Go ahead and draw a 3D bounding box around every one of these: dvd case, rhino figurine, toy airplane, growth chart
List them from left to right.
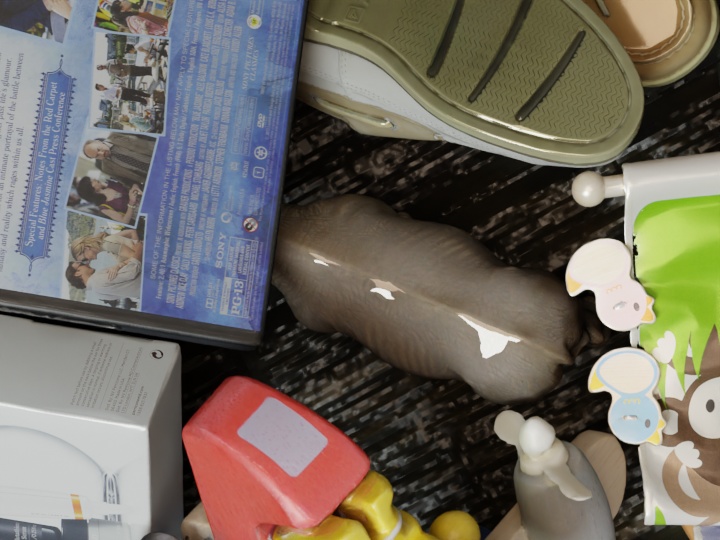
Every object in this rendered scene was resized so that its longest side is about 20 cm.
[{"bbox_3d":[-0.124,-0.055,1.111,0.200,0.018,0.143,10,80,-13],"label":"dvd case"},{"bbox_3d":[0.000,0.000,1.186,0.200,0.087,0.060,22,94,7],"label":"rhino figurine"},{"bbox_3d":[0.024,0.144,1.097,0.199,0.141,0.200,11,72,-34],"label":"toy airplane"},{"bbox_3d":[0.162,0.045,1.154,0.144,0.018,0.200,-15,92,-4],"label":"growth chart"}]

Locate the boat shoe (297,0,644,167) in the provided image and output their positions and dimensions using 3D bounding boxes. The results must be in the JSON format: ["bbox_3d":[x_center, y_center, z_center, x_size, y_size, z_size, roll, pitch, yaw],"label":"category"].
[{"bbox_3d":[0.021,-0.089,1.180,0.200,0.068,0.075,26,72,16],"label":"boat shoe"}]

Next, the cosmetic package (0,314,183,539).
[{"bbox_3d":[-0.147,0.102,1.172,0.150,0.052,0.200,10,134,9],"label":"cosmetic package"}]

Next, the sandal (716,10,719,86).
[{"bbox_3d":[0.192,-0.145,1.165,0.057,0.080,0.201,22,95,-8],"label":"sandal"}]

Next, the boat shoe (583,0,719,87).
[{"bbox_3d":[0.061,-0.151,1.185,0.200,0.063,0.073,44,96,3],"label":"boat shoe"}]

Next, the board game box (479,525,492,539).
[{"bbox_3d":[0.103,0.228,1.204,0.199,0.043,0.200,18,94,6],"label":"board game box"}]

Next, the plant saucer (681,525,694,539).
[{"bbox_3d":[0.213,0.053,1.187,0.200,0.037,0.201,0,92,8],"label":"plant saucer"}]
